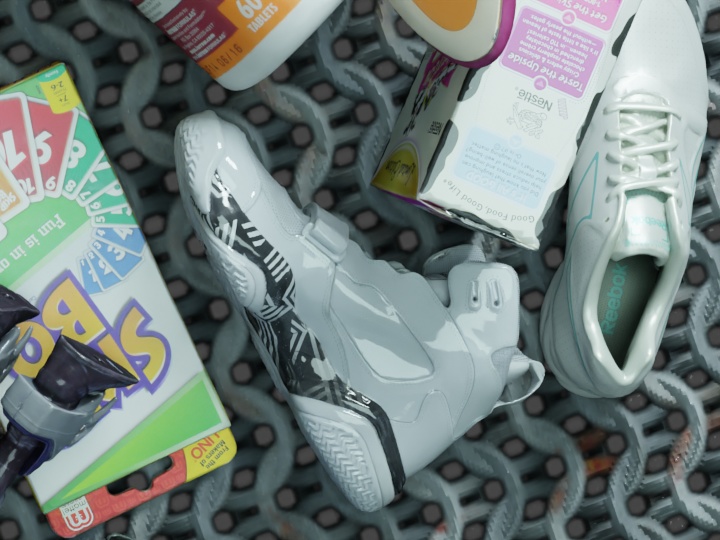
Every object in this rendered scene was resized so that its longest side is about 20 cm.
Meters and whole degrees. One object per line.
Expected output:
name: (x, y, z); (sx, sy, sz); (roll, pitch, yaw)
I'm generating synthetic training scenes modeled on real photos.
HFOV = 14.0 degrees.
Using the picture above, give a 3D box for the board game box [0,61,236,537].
board game box: (-0.136, 0.016, 1.321); (0.095, 0.030, 0.200); (-25, 101, -6)

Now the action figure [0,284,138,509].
action figure: (-0.187, 0.108, 1.277); (0.130, 0.069, 0.200); (36, 93, 14)

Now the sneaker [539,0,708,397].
sneaker: (0.128, -0.038, 1.332); (0.070, 0.080, 0.201); (4, 93, -8)

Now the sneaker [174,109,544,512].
sneaker: (0.000, 0.000, 1.319); (0.115, 0.075, 0.200); (-29, 104, -6)

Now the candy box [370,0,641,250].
candy box: (0.077, -0.114, 1.288); (0.061, 0.136, 0.200); (22, 90, -9)

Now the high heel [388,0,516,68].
high heel: (0.043, -0.159, 1.260); (0.067, 0.200, 0.096); (-36, 145, 20)

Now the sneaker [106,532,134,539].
sneaker: (-0.021, 0.175, 1.335); (0.199, 0.060, 0.104); (4, 99, -6)

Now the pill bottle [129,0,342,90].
pill bottle: (-0.090, -0.181, 1.269); (0.200, 0.110, 0.110); (43, 87, -10)
